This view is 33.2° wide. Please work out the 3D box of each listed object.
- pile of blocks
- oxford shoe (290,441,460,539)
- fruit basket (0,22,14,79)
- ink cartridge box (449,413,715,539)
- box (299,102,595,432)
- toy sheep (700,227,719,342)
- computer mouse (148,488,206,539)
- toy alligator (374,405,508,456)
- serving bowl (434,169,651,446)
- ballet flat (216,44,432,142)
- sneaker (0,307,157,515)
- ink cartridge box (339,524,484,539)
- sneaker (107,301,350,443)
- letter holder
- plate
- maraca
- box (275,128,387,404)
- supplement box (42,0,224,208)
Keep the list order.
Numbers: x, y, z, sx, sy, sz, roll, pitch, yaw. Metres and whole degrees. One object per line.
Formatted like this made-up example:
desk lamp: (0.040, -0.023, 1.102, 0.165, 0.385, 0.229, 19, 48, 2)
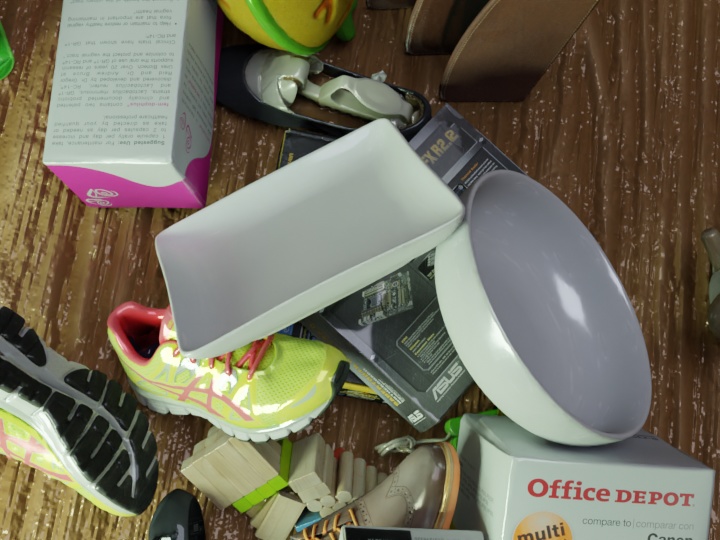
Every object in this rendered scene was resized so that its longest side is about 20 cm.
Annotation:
pile of blocks: (-0.034, 0.161, 0.905, 0.200, 0.082, 0.062, 26, 28, -12)
oxford shoe: (-0.004, 0.194, 0.835, 0.073, 0.071, 0.200, 26, 108, -26)
fruit basket: (-0.326, -0.159, 0.855, 0.155, 0.216, 0.216, -34, 83, -18)
ink cartridge box: (0.143, 0.212, 0.843, 0.145, 0.145, 0.200, 5, 93, -8)
box: (0.056, -0.004, 0.916, 0.158, 0.048, 0.200, 42, 70, 2)
toy sheep: (0.352, -0.003, 0.980, 0.200, 0.138, 0.138, -35, 83, -23)
computer mouse: (-0.128, 0.256, 0.859, 0.034, 0.059, 0.200, -6, 79, 5)
toy alligator: (0.111, 0.129, 0.932, 0.200, 0.059, 0.054, -17, 78, -14)
serving bowl: (0.115, 0.033, 0.827, 0.200, 0.066, 0.200, 32, 41, -33)
ballet flat: (-0.032, -0.146, 0.978, 0.200, 0.073, 0.073, 19, 72, -5)
sneaker: (-0.231, 0.107, 0.866, 0.200, 0.090, 0.078, 46, 37, -15)
ink cartridge box: (0.020, 0.255, 0.822, 0.095, 0.200, 0.037, 4, 35, -10)
sneaker: (-0.101, 0.061, 0.841, 0.200, 0.090, 0.078, 0, 46, 32)
letter holder: (0.086, -0.216, 0.951, 0.142, 0.200, 0.101, -4, 75, -11)
plate: (-0.040, -0.022, 0.833, 0.199, 0.200, 0.032, -28, 119, -2)
maraca: (-0.051, -0.237, 0.949, 0.107, 0.200, 0.137, -10, 96, 24)
box: (0.000, 0.000, 0.955, 0.160, 0.049, 0.200, 11, 73, -6)
supplement box: (-0.168, -0.156, 0.927, 0.103, 0.101, 0.200, 0, 73, 7)
